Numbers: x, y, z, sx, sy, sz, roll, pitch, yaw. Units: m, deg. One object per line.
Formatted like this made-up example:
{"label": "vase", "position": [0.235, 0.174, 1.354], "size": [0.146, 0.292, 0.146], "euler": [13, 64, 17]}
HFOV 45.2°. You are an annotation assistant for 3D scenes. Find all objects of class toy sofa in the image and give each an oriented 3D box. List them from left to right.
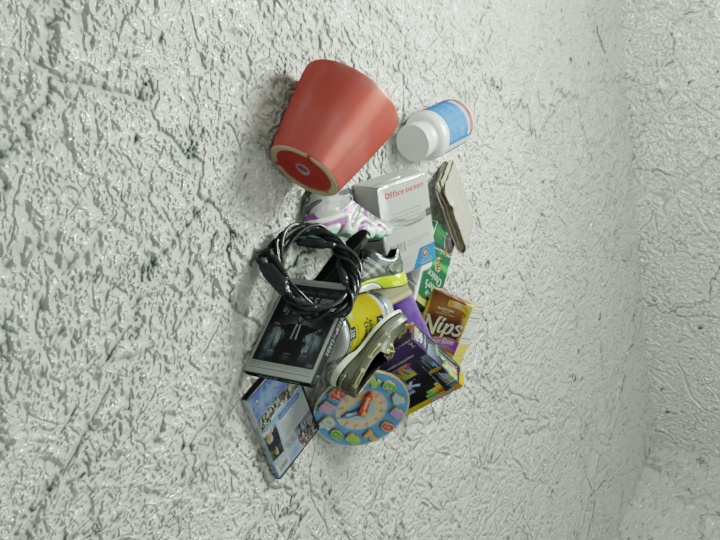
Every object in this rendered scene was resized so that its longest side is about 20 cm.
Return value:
{"label": "toy sofa", "position": [0.100, 0.120, 1.879], "size": [0.083, 0.098, 0.200], "euler": [-26, 130, -1]}

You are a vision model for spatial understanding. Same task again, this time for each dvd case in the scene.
{"label": "dvd case", "position": [-0.147, 0.270, 1.621], "size": [0.143, 0.017, 0.201], "euler": [-49, 132, -43]}
{"label": "dvd case", "position": [-0.106, 0.106, 1.539], "size": [0.025, 0.150, 0.200], "euler": [54, 51, -47]}

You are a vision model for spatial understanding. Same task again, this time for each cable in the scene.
{"label": "cable", "position": [-0.078, 0.004, 1.531], "size": [0.163, 0.200, 0.051], "euler": [-35, 158, -29]}

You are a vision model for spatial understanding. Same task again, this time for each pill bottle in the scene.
{"label": "pill bottle", "position": [-0.019, 0.103, 1.708], "size": [0.200, 0.112, 0.112], "euler": [-19, 111, -54]}
{"label": "pill bottle", "position": [0.165, -0.310, 1.933], "size": [0.200, 0.112, 0.113], "euler": [-34, 122, -51]}

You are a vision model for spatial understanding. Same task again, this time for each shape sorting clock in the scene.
{"label": "shape sorting clock", "position": [0.003, 0.278, 1.726], "size": [0.039, 0.199, 0.200], "euler": [-109, 179, -56]}

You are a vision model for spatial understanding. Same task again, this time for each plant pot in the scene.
{"label": "plant pot", "position": [-0.058, -0.244, 1.547], "size": [0.178, 0.200, 0.201], "euler": [-59, 140, -18]}

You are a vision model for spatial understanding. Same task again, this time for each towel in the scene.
{"label": "towel", "position": [0.231, -0.157, 2.089], "size": [0.200, 0.034, 0.133], "euler": [67, 28, -29]}

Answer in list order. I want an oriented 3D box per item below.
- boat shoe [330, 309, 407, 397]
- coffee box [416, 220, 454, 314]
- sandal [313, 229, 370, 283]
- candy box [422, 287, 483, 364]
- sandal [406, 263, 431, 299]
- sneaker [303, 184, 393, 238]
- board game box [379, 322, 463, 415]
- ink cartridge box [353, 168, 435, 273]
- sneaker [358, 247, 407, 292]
{"label": "boat shoe", "position": [0.029, 0.159, 1.654], "size": [0.202, 0.060, 0.072], "euler": [-45, 155, -23]}
{"label": "coffee box", "position": [0.162, -0.003, 2.034], "size": [0.123, 0.044, 0.201], "euler": [42, 60, -53]}
{"label": "sandal", "position": [-0.040, 0.005, 1.626], "size": [0.048, 0.075, 0.201], "euler": [35, 106, -19]}
{"label": "candy box", "position": [0.188, 0.153, 1.981], "size": [0.056, 0.116, 0.201], "euler": [12, 102, -55]}
{"label": "sandal", "position": [0.120, -0.012, 1.948], "size": [0.059, 0.079, 0.207], "euler": [9, 96, -58]}
{"label": "sneaker", "position": [-0.021, -0.130, 1.673], "size": [0.199, 0.078, 0.141], "euler": [-1, 90, -37]}
{"label": "board game box", "position": [0.081, 0.213, 1.756], "size": [0.165, 0.200, 0.057], "euler": [41, 31, -27]}
{"label": "ink cartridge box", "position": [0.073, -0.100, 1.819], "size": [0.144, 0.084, 0.201], "euler": [-23, 115, -36]}
{"label": "sneaker", "position": [0.000, 0.000, 1.720], "size": [0.199, 0.074, 0.081], "euler": [-9, 98, -30]}
